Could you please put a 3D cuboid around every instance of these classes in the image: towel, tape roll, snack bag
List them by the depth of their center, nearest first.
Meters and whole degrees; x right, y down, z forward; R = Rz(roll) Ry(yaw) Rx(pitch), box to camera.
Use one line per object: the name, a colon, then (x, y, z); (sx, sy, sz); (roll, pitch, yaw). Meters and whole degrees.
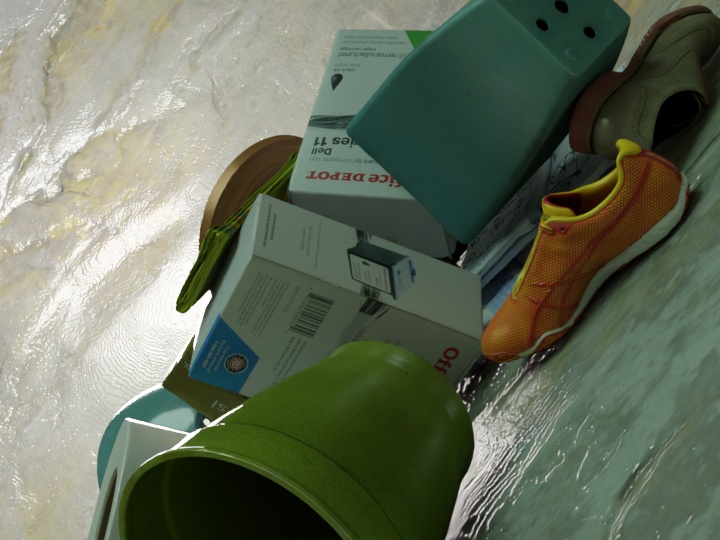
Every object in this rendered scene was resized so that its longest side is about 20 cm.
towel: (-0.101, -0.037, 1.119); (0.086, 0.018, 0.200); (-58, -2, 30)
towel: (0.134, 0.000, 1.123); (0.200, 0.024, 0.147); (-53, 8, 4)
snack bag: (0.163, -0.081, 1.153); (0.200, 0.021, 0.189); (-45, 12, 31)
tape roll: (-0.170, 0.247, 1.181); (0.203, 0.139, 0.204); (-165, 90, -76)

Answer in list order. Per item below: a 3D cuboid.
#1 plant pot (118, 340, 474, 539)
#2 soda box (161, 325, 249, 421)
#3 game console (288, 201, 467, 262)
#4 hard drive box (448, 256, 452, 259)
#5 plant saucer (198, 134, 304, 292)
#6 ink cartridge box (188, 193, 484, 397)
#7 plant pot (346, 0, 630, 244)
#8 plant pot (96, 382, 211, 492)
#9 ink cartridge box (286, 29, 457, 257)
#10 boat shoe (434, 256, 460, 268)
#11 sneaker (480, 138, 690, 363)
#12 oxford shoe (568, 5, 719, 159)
plant pot: (-0.020, 0.148, 0.856); (0.200, 0.200, 0.193); (-46, -2, 42)
soda box: (-0.068, 0.120, 1.129); (0.068, 0.200, 0.064); (-59, 6, -38)
game console: (0.050, -0.082, 1.344); (0.176, 0.116, 0.200); (-52, -23, 4)
hard drive box: (-0.024, 0.038, 1.274); (0.199, 0.077, 0.156); (3, 41, 27)
plant saucer: (-0.085, -0.042, 1.379); (0.032, 0.200, 0.201); (20, 69, 40)
ink cartridge box: (-0.020, 0.045, 1.055); (0.086, 0.199, 0.147); (-88, 23, -48)
plant pot: (0.113, -0.151, 1.033); (0.141, 0.141, 0.200); (-45, -2, -34)
plant pot: (-0.156, 0.190, 1.353); (0.135, 0.200, 0.200); (-43, 12, 48)
ink cartridge box: (0.030, -0.119, 1.185); (0.083, 0.146, 0.201); (70, -151, -54)
boat shoe: (0.000, 0.000, 1.197); (0.199, 0.060, 0.076); (-1, 40, 21)
sneaker: (0.144, -0.013, 0.922); (0.200, 0.077, 0.073); (-51, 9, 27)
oxford shoe: (0.241, -0.139, 1.009); (0.200, 0.075, 0.071); (-44, -36, -32)
